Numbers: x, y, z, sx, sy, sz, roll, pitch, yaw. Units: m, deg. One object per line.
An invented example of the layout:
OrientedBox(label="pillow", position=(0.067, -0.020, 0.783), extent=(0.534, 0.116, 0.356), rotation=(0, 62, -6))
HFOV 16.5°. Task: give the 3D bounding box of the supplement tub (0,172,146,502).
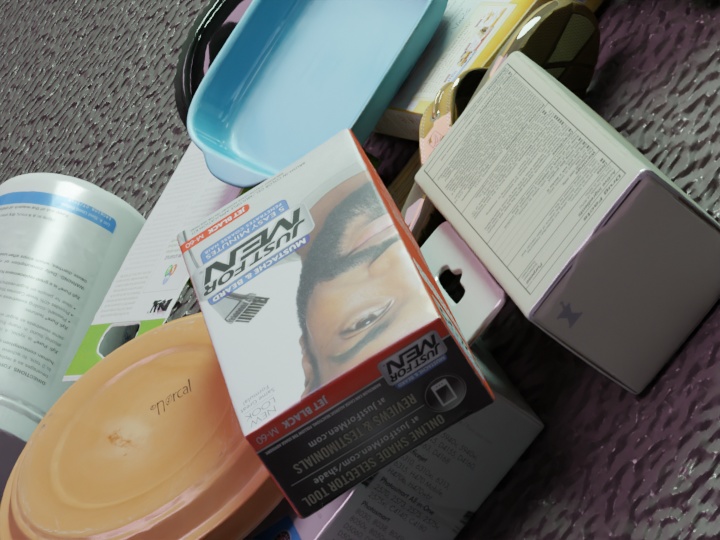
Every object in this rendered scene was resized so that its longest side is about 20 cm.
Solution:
OrientedBox(label="supplement tub", position=(-0.223, 0.047, 1.691), extent=(0.132, 0.132, 0.201), rotation=(-24, 38, 49))

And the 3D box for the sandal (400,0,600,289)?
OrientedBox(label="sandal", position=(0.059, -0.070, 1.380), extent=(0.054, 0.080, 0.201), rotation=(39, 99, 34))

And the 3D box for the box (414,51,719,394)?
OrientedBox(label="box", position=(0.107, -0.028, 1.253), extent=(0.095, 0.078, 0.200), rotation=(-50, 25, 9))

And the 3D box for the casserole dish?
OrientedBox(label="casserole dish", position=(-0.020, -0.128, 1.483), extent=(0.121, 0.039, 0.201), rotation=(24, 78, 37))

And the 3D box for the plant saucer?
OrientedBox(label="plant saucer", position=(-0.108, 0.090, 1.313), extent=(0.199, 0.032, 0.201), rotation=(-23, 34, 16))

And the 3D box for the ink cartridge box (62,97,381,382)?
OrientedBox(label="ink cartridge box", position=(-0.091, 0.000, 1.560), extent=(0.201, 0.076, 0.148), rotation=(-62, 21, -15))

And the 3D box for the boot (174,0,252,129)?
OrientedBox(label="boot", position=(-0.036, -0.184, 1.699), extent=(0.157, 0.079, 0.212), rotation=(-6, 54, 59))

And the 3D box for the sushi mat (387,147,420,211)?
OrientedBox(label="sushi mat", position=(0.000, 0.000, 1.488), extent=(0.200, 0.012, 0.096), rotation=(-50, 26, 12))

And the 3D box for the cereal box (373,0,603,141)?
OrientedBox(label="cereal box", position=(0.061, -0.144, 1.509), extent=(0.144, 0.039, 0.200), rotation=(-51, 23, -8))

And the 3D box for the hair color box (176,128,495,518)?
OrientedBox(label="hair color box", position=(-0.017, 0.021, 1.234), extent=(0.110, 0.064, 0.200), rotation=(-32, 33, 4))

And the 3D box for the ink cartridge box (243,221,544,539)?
OrientedBox(label="ink cartridge box", position=(0.020, 0.086, 1.282), extent=(0.200, 0.067, 0.116), rotation=(-51, 25, 9))
